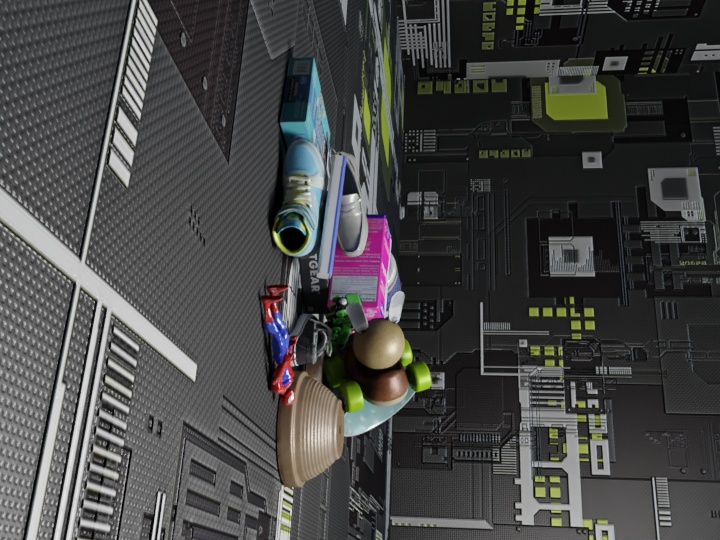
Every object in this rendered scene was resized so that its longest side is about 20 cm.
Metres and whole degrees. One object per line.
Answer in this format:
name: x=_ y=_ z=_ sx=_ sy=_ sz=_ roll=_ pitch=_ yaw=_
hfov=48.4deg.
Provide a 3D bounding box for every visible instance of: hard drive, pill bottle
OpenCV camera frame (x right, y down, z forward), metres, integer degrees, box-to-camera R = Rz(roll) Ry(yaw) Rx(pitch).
hard drive: x=-0.051 y=-0.089 z=1.393 sx=0.132 sy=0.025 sz=0.200 roll=132 pitch=-34 yaw=-84
pill bottle: x=0.028 y=0.028 z=1.717 sx=0.200 sy=0.116 sz=0.116 roll=69 pitch=22 yaw=-67

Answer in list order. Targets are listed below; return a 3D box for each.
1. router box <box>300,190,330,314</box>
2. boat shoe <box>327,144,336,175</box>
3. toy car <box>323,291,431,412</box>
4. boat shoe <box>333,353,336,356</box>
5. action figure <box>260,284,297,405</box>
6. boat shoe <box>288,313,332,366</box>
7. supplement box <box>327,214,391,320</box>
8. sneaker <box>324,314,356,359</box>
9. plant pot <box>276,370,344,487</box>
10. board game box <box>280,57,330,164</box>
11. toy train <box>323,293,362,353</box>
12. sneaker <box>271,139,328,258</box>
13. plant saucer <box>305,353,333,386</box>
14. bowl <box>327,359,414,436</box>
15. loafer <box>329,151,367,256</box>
router box: x=-0.078 y=-0.037 z=1.560 sx=0.157 sy=0.052 sz=0.200 roll=-73 pitch=161 yaw=-65
boat shoe: x=-0.047 y=-0.214 z=1.744 sx=0.200 sy=0.066 sz=0.070 roll=76 pitch=15 yaw=-62
toy car: x=0.026 y=0.129 z=1.439 sx=0.158 sy=0.164 sz=0.200 roll=-130 pitch=-149 yaw=-53
boat shoe: x=-0.037 y=0.210 z=1.816 sx=0.201 sy=0.066 sz=0.072 roll=78 pitch=12 yaw=-63
action figure: x=-0.122 y=0.124 z=1.253 sx=0.065 sy=0.052 sz=0.200 roll=-83 pitch=173 yaw=-66
boat shoe: x=-0.085 y=0.123 z=1.439 sx=0.199 sy=0.068 sz=0.074 roll=-40 pitch=130 yaw=-81
supplement box: x=0.000 y=0.000 z=1.563 sx=0.101 sy=0.103 sz=0.200 roll=70 pitch=24 yaw=-64
sneaker: x=-0.043 y=0.105 z=1.690 sx=0.087 sy=0.074 sz=0.200 roll=62 pitch=9 yaw=-50
plant pot: x=-0.080 y=0.277 z=1.396 sx=0.201 sy=0.093 sz=0.201 roll=1 pitch=90 yaw=-83
board game box: x=-0.097 y=-0.255 z=1.440 sx=0.200 sy=0.047 sz=0.151 roll=79 pitch=13 yaw=-57
toy train: x=-0.037 y=0.100 z=1.492 sx=0.200 sy=0.056 sz=0.042 roll=110 pitch=-33 yaw=-58
sneaker: x=-0.099 y=-0.115 z=1.302 sx=0.131 sy=0.079 sz=0.200 roll=-43 pitch=131 yaw=-82
plant saucer: x=-0.080 y=0.224 z=1.637 sx=0.200 sy=0.032 sz=0.201 roll=-1 pitch=90 yaw=-83
bowl: x=0.012 y=0.231 z=1.615 sx=0.105 sy=0.201 sz=0.201 roll=50 pitch=-13 yaw=28
loafer: x=-0.028 y=-0.126 z=1.509 sx=0.070 sy=0.070 sz=0.200 roll=24 pitch=56 yaw=-74
